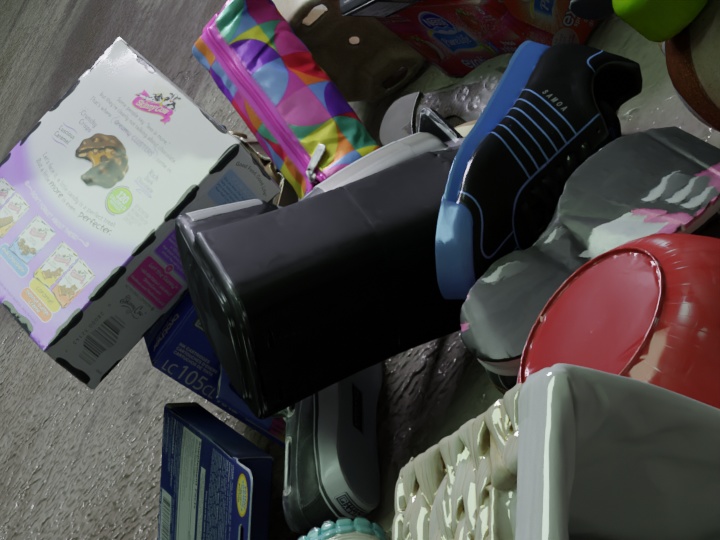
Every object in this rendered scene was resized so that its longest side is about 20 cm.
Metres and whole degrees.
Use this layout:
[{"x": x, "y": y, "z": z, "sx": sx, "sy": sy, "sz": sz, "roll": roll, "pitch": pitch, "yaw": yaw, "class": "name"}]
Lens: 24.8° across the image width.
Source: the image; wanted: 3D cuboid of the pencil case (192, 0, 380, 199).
[{"x": -0.056, "y": -0.132, "z": 1.333, "sx": 0.088, "sy": 0.201, "sz": 0.089, "roll": -33, "pitch": -18, "yaw": -12, "class": "pencil case"}]

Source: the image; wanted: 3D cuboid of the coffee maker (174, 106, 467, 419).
[{"x": 0.000, "y": 0.000, "z": 1.044, "sx": 0.199, "sy": 0.136, "sz": 0.192, "roll": -24, "pitch": 21, "yaw": -16, "class": "coffee maker"}]

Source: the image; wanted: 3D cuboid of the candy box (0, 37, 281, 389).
[{"x": -0.184, "y": -0.045, "z": 1.193, "sx": 0.200, "sy": 0.072, "sz": 0.168, "roll": -46, "pitch": 53, "yaw": -3, "class": "candy box"}]

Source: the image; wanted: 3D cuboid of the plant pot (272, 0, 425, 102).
[{"x": -0.016, "y": -0.254, "z": 1.458, "sx": 0.200, "sy": 0.200, "sz": 0.185, "roll": -40, "pitch": 39, "yaw": 28, "class": "plant pot"}]

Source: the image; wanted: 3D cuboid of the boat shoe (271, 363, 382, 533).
[{"x": -0.027, "y": 0.096, "z": 1.136, "sx": 0.068, "sy": 0.074, "sz": 0.201, "roll": -26, "pitch": 43, "yaw": 22, "class": "boat shoe"}]

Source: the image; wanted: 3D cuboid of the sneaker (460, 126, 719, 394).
[{"x": 0.140, "y": -0.001, "z": 0.957, "sx": 0.199, "sy": 0.087, "sz": 0.080, "roll": -37, "pitch": 54, "yaw": -12, "class": "sneaker"}]

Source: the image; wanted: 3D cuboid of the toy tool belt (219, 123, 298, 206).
[{"x": -0.117, "y": -0.073, "z": 1.384, "sx": 0.124, "sy": 0.122, "sz": 0.202, "roll": -8, "pitch": 78, "yaw": 56, "class": "toy tool belt"}]

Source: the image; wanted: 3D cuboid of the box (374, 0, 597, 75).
[{"x": 0.101, "y": -0.218, "z": 1.281, "sx": 0.100, "sy": 0.095, "sz": 0.200, "roll": -58, "pitch": 24, "yaw": -8, "class": "box"}]

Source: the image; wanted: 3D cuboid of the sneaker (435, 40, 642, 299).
[{"x": 0.108, "y": -0.062, "z": 0.978, "sx": 0.077, "sy": 0.070, "sz": 0.201, "roll": 9, "pitch": 55, "yaw": 25, "class": "sneaker"}]

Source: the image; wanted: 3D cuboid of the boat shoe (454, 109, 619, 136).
[{"x": 0.106, "y": -0.077, "z": 1.130, "sx": 0.200, "sy": 0.073, "sz": 0.063, "roll": -33, "pitch": 32, "yaw": 59, "class": "boat shoe"}]

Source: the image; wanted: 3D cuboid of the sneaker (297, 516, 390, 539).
[{"x": -0.055, "y": 0.239, "z": 1.000, "sx": 0.200, "sy": 0.077, "sz": 0.087, "roll": -47, "pitch": 29, "yaw": 17, "class": "sneaker"}]

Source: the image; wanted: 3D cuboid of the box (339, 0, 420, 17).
[{"x": 0.043, "y": -0.289, "z": 1.208, "sx": 0.199, "sy": 0.044, "sz": 0.162, "roll": -15, "pitch": 80, "yaw": 59, "class": "box"}]

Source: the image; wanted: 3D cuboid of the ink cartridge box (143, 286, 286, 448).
[{"x": -0.094, "y": 0.050, "z": 1.240, "sx": 0.077, "sy": 0.136, "sz": 0.200, "roll": -52, "pitch": 24, "yaw": 7, "class": "ink cartridge box"}]

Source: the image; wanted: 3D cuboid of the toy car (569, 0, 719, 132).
[{"x": 0.201, "y": -0.141, "z": 0.937, "sx": 0.159, "sy": 0.164, "sz": 0.200, "roll": -60, "pitch": 17, "yaw": -14, "class": "toy car"}]

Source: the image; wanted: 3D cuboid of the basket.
[{"x": 0.117, "y": 0.139, "z": 0.655, "sx": 0.123, "sy": 0.199, "sz": 0.137, "roll": -36, "pitch": 43, "yaw": 50, "class": "basket"}]

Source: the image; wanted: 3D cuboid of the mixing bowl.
[{"x": 0.150, "y": 0.057, "z": 0.825, "sx": 0.200, "sy": 0.108, "sz": 0.201, "roll": -42, "pitch": 26, "yaw": 26, "class": "mixing bowl"}]

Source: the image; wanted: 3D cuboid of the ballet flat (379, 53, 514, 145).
[{"x": 0.089, "y": -0.117, "z": 1.244, "sx": 0.199, "sy": 0.046, "sz": 0.068, "roll": -12, "pitch": 60, "yaw": 52, "class": "ballet flat"}]

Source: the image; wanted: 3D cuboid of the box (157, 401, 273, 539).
[{"x": -0.100, "y": 0.174, "z": 1.150, "sx": 0.200, "sy": 0.032, "sz": 0.123, "roll": -158, "pitch": 71, "yaw": -66, "class": "box"}]
